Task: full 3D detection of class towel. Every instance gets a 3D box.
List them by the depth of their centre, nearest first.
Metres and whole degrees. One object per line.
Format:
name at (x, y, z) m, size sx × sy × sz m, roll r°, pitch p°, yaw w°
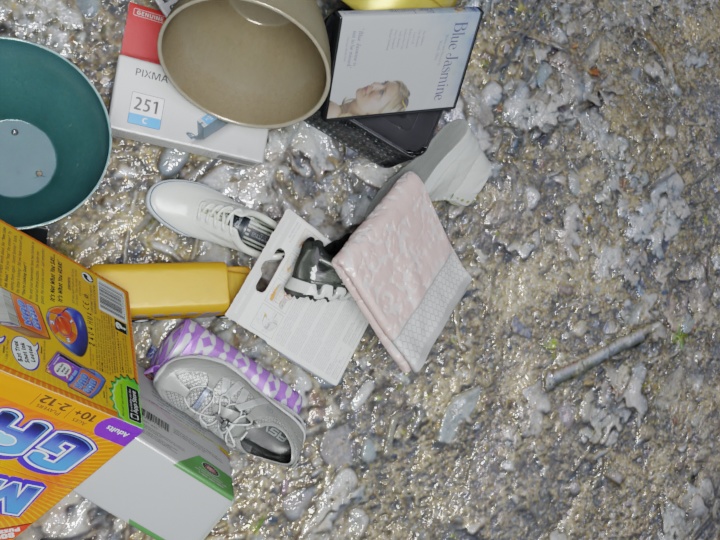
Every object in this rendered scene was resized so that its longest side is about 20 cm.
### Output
towel at (0.063, 0.000, 0.930) m, size 0.191 × 0.032 × 0.200 m, roll 58°, pitch 46°, yaw -22°

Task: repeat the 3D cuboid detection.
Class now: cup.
cup at (-0.126, -0.291, 0.859) m, size 0.200 × 0.200 × 0.144 m, roll 20°, pitch 58°, yaw -22°

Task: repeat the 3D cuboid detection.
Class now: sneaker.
sneaker at (-0.145, 0.164, 0.833) m, size 0.200 × 0.082 × 0.075 m, roll 29°, pitch 99°, yaw -17°
sneaker at (-0.173, -0.067, 0.921) m, size 0.200 × 0.071 × 0.073 m, roll 19°, pitch 80°, yaw -22°
sneaker at (0.000, 0.000, 0.927) m, size 0.200 × 0.066 × 0.091 m, roll 8°, pitch 96°, yaw -35°
sneaker at (0.107, -0.110, 1.044) m, size 0.200 × 0.074 × 0.116 m, roll -44°, pitch 134°, yaw 4°

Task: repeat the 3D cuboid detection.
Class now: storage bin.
storage bin at (0.009, -0.248, 0.999) m, size 0.200 × 0.094 × 0.135 m, roll 28°, pitch 77°, yaw -21°

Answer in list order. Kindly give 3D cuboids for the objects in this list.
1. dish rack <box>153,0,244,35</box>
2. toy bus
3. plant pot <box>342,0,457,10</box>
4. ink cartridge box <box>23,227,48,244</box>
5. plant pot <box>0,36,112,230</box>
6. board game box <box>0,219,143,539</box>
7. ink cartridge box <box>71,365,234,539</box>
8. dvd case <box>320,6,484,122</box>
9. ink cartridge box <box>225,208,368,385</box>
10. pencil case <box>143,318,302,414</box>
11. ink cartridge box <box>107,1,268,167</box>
dish rack at (-0.222, -0.408, 0.926) m, size 0.172 × 0.044 × 0.200 m, roll -40°, pitch 103°, yaw -25°
toy bus at (-0.228, 0.025, 0.885) m, size 0.199 × 0.078 × 0.065 m, roll -2°, pitch 80°, yaw -24°
plant pot at (0.066, -0.411, 0.937) m, size 0.201 × 0.201 × 0.189 m, roll 31°, pitch 110°, yaw -19°
ink cartridge box at (-0.443, -0.013, 0.776) m, size 0.200 × 0.037 × 0.095 m, roll 9°, pitch 83°, yaw -49°
plant pot at (-0.385, -0.137, 0.796) m, size 0.200 × 0.135 × 0.201 m, roll 2°, pitch 86°, yaw -23°
board game box at (-0.360, 0.100, 0.690) m, size 0.200 × 0.200 × 0.200 m, roll -39°, pitch 133°, yaw 13°
ink cartridge box at (-0.228, 0.205, 0.811) m, size 0.145 × 0.200 × 0.084 m, roll 39°, pitch 91°, yaw -18°
dvd case at (0.051, -0.259, 0.907) m, size 0.200 × 0.143 × 0.018 m, roll -11°, pitch 48°, yaw -24°
ink cartridge box at (-0.072, 0.037, 0.950) m, size 0.200 × 0.050 × 0.161 m, roll 37°, pitch 74°, yaw -32°
pencil case at (-0.169, 0.142, 0.905) m, size 0.200 × 0.084 × 0.086 m, roll 35°, pitch 45°, yaw -17°
ink cartridge box at (-0.212, -0.242, 0.928) m, size 0.199 × 0.045 × 0.177 m, roll 10°, pitch 84°, yaw -23°
